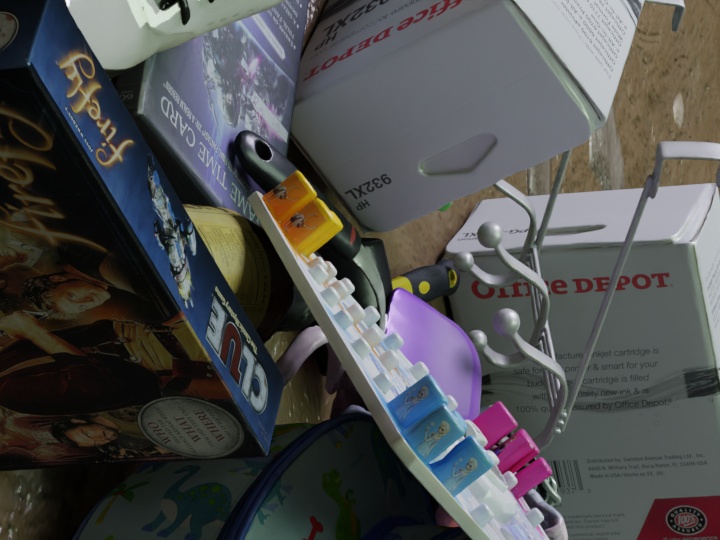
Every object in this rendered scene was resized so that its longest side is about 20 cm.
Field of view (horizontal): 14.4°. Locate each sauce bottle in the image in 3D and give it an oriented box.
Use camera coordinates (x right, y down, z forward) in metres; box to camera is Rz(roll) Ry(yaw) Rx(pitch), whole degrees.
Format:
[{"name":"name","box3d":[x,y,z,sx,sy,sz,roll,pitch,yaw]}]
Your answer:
[{"name":"sauce bottle","box3d":[-0.067,0.006,1.163,0.200,0.066,0.067,5,81,-71]}]

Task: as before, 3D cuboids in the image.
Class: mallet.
[{"name":"mallet","box3d":[0.019,0.021,1.428,0.200,0.041,0.066,9,76,-72]}]

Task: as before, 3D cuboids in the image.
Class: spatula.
[{"name":"spatula","box3d":[0.000,0.000,1.301,0.200,0.020,0.057,50,35,-39]}]

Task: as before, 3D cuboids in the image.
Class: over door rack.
[{"name":"over door rack","box3d":[0.099,-0.030,1.405,0.148,0.066,0.201,-97,-151,-51]}]

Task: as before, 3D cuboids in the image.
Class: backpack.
[{"name":"backpack","box3d":[-0.016,0.161,1.123,0.183,0.146,0.201,-44,121,-50]}]

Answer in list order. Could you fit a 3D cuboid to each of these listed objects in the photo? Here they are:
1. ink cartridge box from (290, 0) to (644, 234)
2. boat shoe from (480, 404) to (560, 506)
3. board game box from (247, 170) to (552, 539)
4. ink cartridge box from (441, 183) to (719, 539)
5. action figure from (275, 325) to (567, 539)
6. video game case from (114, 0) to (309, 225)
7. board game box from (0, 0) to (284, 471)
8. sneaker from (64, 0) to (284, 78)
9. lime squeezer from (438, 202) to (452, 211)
[{"name":"ink cartridge box","box3d":[0.059,-0.129,1.382,0.084,0.145,0.201,50,35,-23]},{"name":"boat shoe","box3d":[0.071,0.126,1.502,0.200,0.061,0.073,56,37,-52]},{"name":"board game box","box3d":[0.045,0.070,1.140,0.200,0.026,0.200,48,5,-35]},{"name":"ink cartridge box","box3d":[0.139,0.059,1.576,0.083,0.144,0.201,-54,136,-58]},{"name":"action figure","box3d":[0.005,0.120,1.331,0.149,0.134,0.200,44,4,8]},{"name":"video game case","box3d":[-0.060,-0.119,1.266,0.143,0.019,0.201,53,39,-55]},{"name":"board game box","box3d":[-0.122,-0.006,0.921,0.200,0.135,0.035,62,32,-46]},{"name":"sneaker","box3d":[-0.069,-0.127,1.135,0.200,0.080,0.074,-40,117,-55]},{"name":"lime squeezer","box3d":[0.045,-0.075,1.458,0.038,0.070,0.200,58,33,-26]}]
